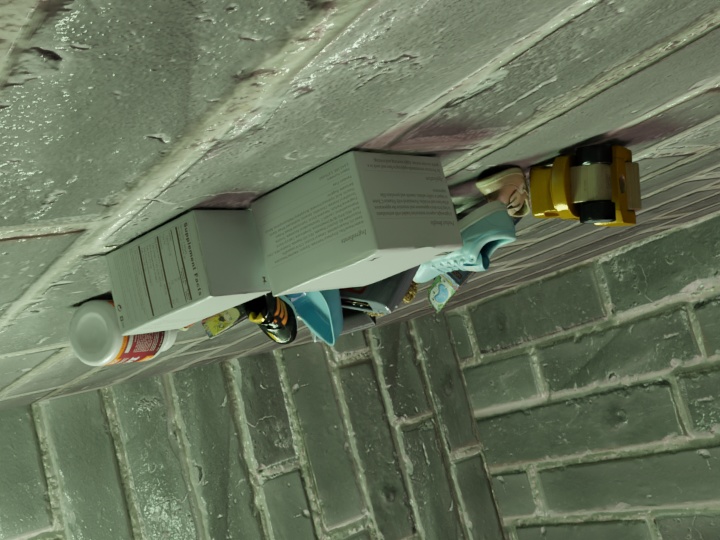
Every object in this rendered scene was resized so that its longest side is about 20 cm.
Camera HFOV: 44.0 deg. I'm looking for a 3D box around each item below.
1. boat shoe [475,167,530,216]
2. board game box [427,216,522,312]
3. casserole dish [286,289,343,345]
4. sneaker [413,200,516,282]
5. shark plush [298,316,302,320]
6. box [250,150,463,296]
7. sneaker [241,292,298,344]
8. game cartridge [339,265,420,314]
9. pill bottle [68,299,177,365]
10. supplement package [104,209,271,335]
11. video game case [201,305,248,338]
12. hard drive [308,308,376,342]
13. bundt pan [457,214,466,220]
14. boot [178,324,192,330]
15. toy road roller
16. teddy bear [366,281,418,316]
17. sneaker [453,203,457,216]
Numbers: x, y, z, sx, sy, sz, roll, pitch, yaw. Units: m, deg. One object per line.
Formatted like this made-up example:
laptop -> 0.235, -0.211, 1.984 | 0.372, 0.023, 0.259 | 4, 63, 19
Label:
boat shoe -> 0.244, -0.124, 1.469 | 0.071, 0.066, 0.199 | -18, 172, 20
board game box -> 0.186, -0.019, 1.617 | 0.200, 0.062, 0.201 | -41, 170, -39
casserole dish -> -0.072, 0.039, 1.386 | 0.039, 0.121, 0.201 | -38, 154, -19
sneaker -> 0.163, -0.026, 1.430 | 0.199, 0.083, 0.073 | -38, 150, 26
shark plush -> -0.064, 0.007, 1.564 | 0.082, 0.202, 0.091 | 26, 167, 27
box -> -0.003, -0.060, 1.187 | 0.198, 0.133, 0.197 | -22, 170, 38
sneaker -> -0.152, 0.061, 1.386 | 0.069, 0.091, 0.202 | -6, 132, 13
game cartridge -> 0.000, 0.000, 1.461 | 0.198, 0.041, 0.134 | 7, -128, 39
pill bottle -> -0.420, 0.109, 1.606 | 0.111, 0.115, 0.199 | -18, 172, 21
supplement package -> -0.237, 0.004, 1.218 | 0.198, 0.119, 0.116 | -21, 170, 36
video game case -> -0.189, 0.044, 1.551 | 0.179, 0.036, 0.200 | -30, -171, -2
hard drive -> -0.048, 0.041, 1.695 | 0.132, 0.202, 0.043 | -15, 131, 0
bundt pan -> 0.140, -0.045, 1.784 | 0.198, 0.077, 0.202 | -15, 171, -2
boot -> -0.269, 0.053, 1.453 | 0.108, 0.075, 0.200 | -50, -172, -16
toy road roller -> 0.366, -0.135, 1.464 | 0.144, 0.125, 0.199 | -4, 178, 36
teddy bear -> 0.052, -0.007, 1.574 | 0.144, 0.202, 0.067 | 30, 154, -4
sneaker -> 0.097, -0.087, 1.464 | 0.081, 0.076, 0.199 | -13, 163, 33
